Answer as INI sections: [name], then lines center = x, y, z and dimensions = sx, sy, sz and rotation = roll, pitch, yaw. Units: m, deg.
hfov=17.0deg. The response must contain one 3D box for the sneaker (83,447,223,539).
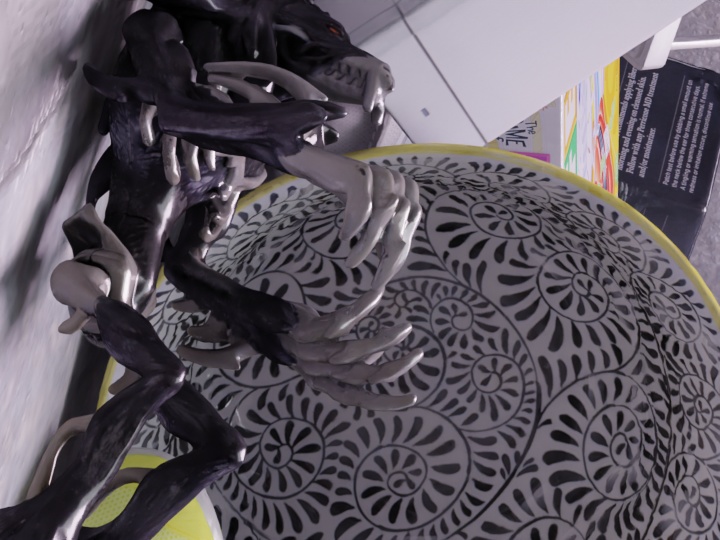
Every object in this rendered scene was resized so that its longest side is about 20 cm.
[sneaker]
center = -0.081, 0.133, 0.650
dimensions = 0.077, 0.075, 0.201
rotation = 102, 5, -58

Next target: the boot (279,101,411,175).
[boot]
center = -0.018, -0.083, 0.734
dimensions = 0.096, 0.073, 0.201
rotation = -60, 160, -46

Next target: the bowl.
[bowl]
center = 0.019, 0.045, 0.760
dimensions = 0.094, 0.199, 0.202
rotation = -89, -165, -72

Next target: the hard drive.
[hard drive]
center = 0.088, -0.106, 0.697
dimensions = 0.199, 0.027, 0.132
rotation = -34, 163, 4

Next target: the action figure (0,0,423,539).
[action figure]
center = -0.031, -0.001, 0.599
dimensions = 0.119, 0.101, 0.201
rotation = 67, 41, -66

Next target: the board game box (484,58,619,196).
[board game box]
center = 0.067, -0.046, 0.863
dimensions = 0.135, 0.034, 0.201
rotation = -65, 156, -56

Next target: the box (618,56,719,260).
[box]
center = 0.074, -0.025, 1.282
dimensions = 0.124, 0.195, 0.201
rotation = -67, 173, -48

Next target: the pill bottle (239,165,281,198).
[pill bottle]
center = 0.000, 0.000, 0.950
dimensions = 0.200, 0.112, 0.113
rotation = 99, 9, -62

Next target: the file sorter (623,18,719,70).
[file sorter]
center = 0.130, -0.201, 1.051
dimensions = 0.200, 0.124, 0.139
rotation = 48, -47, 41
